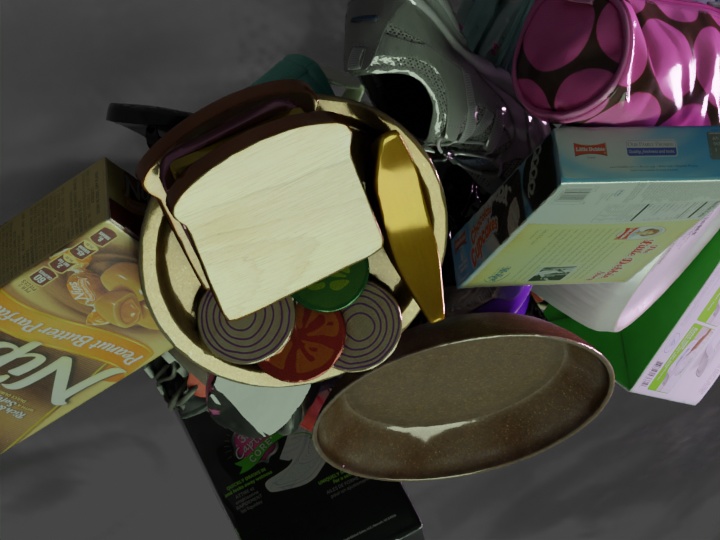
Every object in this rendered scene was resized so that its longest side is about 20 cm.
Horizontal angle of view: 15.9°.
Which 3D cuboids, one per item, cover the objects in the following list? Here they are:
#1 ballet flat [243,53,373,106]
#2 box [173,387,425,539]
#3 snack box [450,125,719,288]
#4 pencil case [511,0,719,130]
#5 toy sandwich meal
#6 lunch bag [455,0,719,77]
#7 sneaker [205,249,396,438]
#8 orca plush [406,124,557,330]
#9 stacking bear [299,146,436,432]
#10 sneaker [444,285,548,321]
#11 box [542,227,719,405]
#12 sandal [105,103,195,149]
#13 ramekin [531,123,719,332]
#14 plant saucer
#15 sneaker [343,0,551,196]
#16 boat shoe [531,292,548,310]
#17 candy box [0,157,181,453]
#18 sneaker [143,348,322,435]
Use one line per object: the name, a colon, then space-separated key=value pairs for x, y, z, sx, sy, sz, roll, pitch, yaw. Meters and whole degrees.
ballet flat: x=-0.017 y=-0.082 z=1.593 sx=0.070 sy=0.067 sz=0.200 roll=-44 pitch=159 yaw=0
box: x=-0.045 y=0.148 z=1.867 sx=0.124 sy=0.200 sz=0.149 roll=-25 pitch=158 yaw=-5
snack box: x=0.138 y=-0.035 z=1.529 sx=0.116 sy=0.037 sz=0.200 roll=-2 pitch=163 yaw=-17
pencil case: x=0.177 y=-0.122 z=1.499 sx=0.200 sy=0.091 sz=0.094 roll=3 pitch=110 yaw=-49
toy sandwich meal: x=-0.034 y=-0.013 z=1.465 sx=0.204 sy=0.070 sz=0.206 roll=-7 pitch=117 yaw=-14
lunch bag: x=0.138 y=-0.166 z=1.572 sx=0.160 sy=0.077 sz=0.200 roll=-18 pitch=156 yaw=-24
sneaker: x=-0.041 y=-0.003 z=1.559 sx=0.080 sy=0.086 sz=0.200 roll=31 pitch=102 yaw=-27
orca plush: x=0.062 y=-0.017 z=1.646 sx=0.200 sy=0.071 sz=0.105 roll=-48 pitch=141 yaw=-6
stacking bear: x=0.000 y=0.000 z=1.739 sx=0.200 sy=0.122 sz=0.114 roll=-43 pitch=165 yaw=9
sneaker: x=0.101 y=0.037 z=1.721 sx=0.070 sy=0.099 sz=0.200 roll=-56 pitch=-178 yaw=-16
box: x=0.250 y=-0.008 z=1.919 sx=0.200 sy=0.097 sz=0.176 roll=-57 pitch=158 yaw=9
sandal: x=-0.092 y=-0.059 z=1.533 sx=0.075 sy=0.045 sz=0.200 roll=11 pitch=171 yaw=20
ramekin: x=0.186 y=-0.051 z=1.753 sx=0.200 sy=0.105 sz=0.200 roll=-47 pitch=168 yaw=-14
plant saucer: x=0.064 y=0.077 z=1.669 sx=0.200 sy=0.037 sz=0.201 roll=-9 pitch=150 yaw=-5
sneaker: x=0.044 y=-0.093 z=1.528 sx=0.075 sy=0.082 sz=0.200 roll=-4 pitch=144 yaw=40
boat shoe: x=0.128 y=-0.003 z=1.931 sx=0.071 sy=0.063 sz=0.200 roll=-36 pitch=156 yaw=22
candy box: x=-0.187 y=0.024 z=1.549 sx=0.200 sy=0.055 sz=0.115 roll=-32 pitch=134 yaw=24
sneaker: x=-0.111 y=0.049 z=1.629 sx=0.199 sy=0.082 sz=0.077 roll=21 pitch=163 yaw=-15
